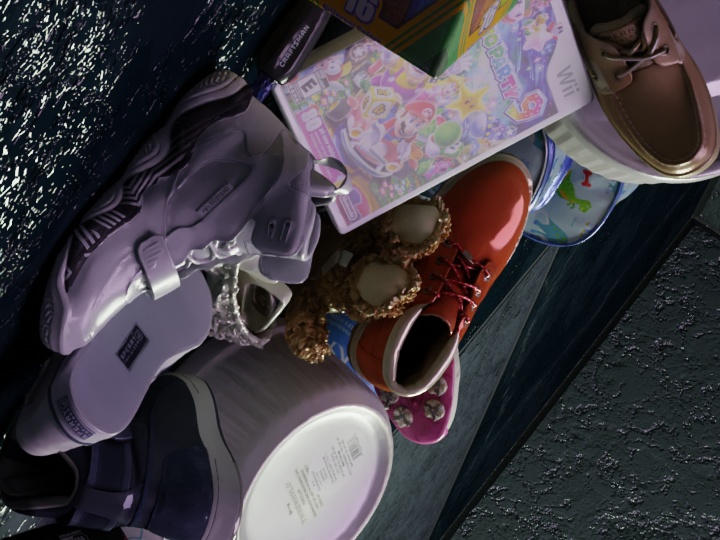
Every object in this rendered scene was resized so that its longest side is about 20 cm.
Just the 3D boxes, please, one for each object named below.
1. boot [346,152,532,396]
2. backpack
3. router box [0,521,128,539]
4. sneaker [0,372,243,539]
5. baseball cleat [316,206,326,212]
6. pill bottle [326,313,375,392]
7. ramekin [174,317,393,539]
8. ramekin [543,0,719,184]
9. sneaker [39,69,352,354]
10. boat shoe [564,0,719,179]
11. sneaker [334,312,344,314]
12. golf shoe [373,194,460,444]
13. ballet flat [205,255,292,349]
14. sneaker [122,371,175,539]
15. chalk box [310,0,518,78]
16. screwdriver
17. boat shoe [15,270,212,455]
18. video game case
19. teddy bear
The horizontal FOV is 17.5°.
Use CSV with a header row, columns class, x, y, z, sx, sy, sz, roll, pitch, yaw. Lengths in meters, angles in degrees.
class,x,y,z,sx,sy,sz,roll,pitch,yaw
boot,0.069,0.006,1.700,0.200,0.075,0.107,-58,-168,1
backpack,0.126,-0.117,1.807,0.147,0.200,0.183,-45,165,-45
router box,-0.238,0.254,1.538,0.150,0.062,0.200,-14,144,-32
sneaker,-0.167,0.111,1.530,0.202,0.146,0.077,-129,-128,-66
baseball cleat,0.023,-0.094,1.663,0.200,0.070,0.106,-40,-179,44
pill bottle,-0.043,0.111,1.964,0.200,0.112,0.112,-53,168,-21
ramekin,-0.067,0.146,1.791,0.200,0.105,0.200,-27,133,-33
ramekin,0.209,-0.154,1.692,0.202,0.202,0.094,-52,-176,-18
sneaker,-0.097,-0.015,1.384,0.200,0.115,0.075,-53,168,-13
boat shoe,0.179,-0.154,1.584,0.071,0.200,0.065,-29,170,11
sneaker,-0.004,0.001,1.889,0.071,0.083,0.200,-64,168,19
golf shoe,0.049,0.032,1.816,0.092,0.075,0.200,-24,107,-60
ballet flat,-0.073,-0.007,1.632,0.072,0.072,0.200,-50,167,-27
sneaker,-0.160,0.160,1.703,0.070,0.080,0.200,-34,154,-57
chalk box,0.054,-0.240,1.361,0.124,0.124,0.200,-44,163,-48
screwdriver,-0.081,-0.090,1.468,0.200,0.028,0.029,-54,138,-6
boat shoe,-0.158,0.049,1.463,0.065,0.074,0.200,-27,-169,30
video game case,0.050,-0.122,1.559,0.200,0.018,0.143,-28,132,-3
teddy bear,0.000,0.000,1.704,0.200,0.067,0.145,-28,-140,49
